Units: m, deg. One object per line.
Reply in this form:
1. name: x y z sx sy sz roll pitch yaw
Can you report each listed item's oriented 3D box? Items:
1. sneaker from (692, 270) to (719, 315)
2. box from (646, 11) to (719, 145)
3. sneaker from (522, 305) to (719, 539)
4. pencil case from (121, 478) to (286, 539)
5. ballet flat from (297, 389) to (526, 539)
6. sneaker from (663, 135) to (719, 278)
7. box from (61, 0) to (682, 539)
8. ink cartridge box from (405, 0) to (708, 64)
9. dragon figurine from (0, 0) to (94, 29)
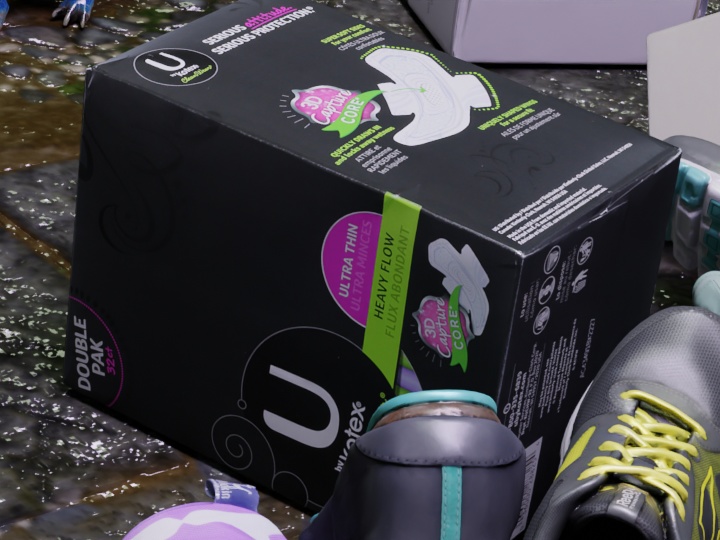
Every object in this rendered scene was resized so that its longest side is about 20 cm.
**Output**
1. sneaker: 0.148 0.051 1.135 0.200 0.074 0.118 -5 33 -38
2. box: 0.236 -0.083 1.279 0.199 0.078 0.095 -17 -31 35
3. sneaker: 0.098 0.086 0.972 0.074 0.085 0.200 19 56 6
4. pencil case: -0.023 0.154 0.883 0.085 0.084 0.200 21 20 -32
5. ballet flat: 0.017 0.094 0.900 0.073 0.073 0.200 1 -17 -3
6. sneaker: 0.221 -0.017 1.242 0.199 0.078 0.091 26 60 7
7. box: 0.000 0.000 1.104 0.199 0.149 0.124 25 33 27
8. ink cartridge box: 0.090 -0.190 1.568 0.145 0.085 0.200 -1 27 -19
9. dragon figurine: -0.169 -0.178 1.447 0.199 0.100 0.059 -12 34 -35
